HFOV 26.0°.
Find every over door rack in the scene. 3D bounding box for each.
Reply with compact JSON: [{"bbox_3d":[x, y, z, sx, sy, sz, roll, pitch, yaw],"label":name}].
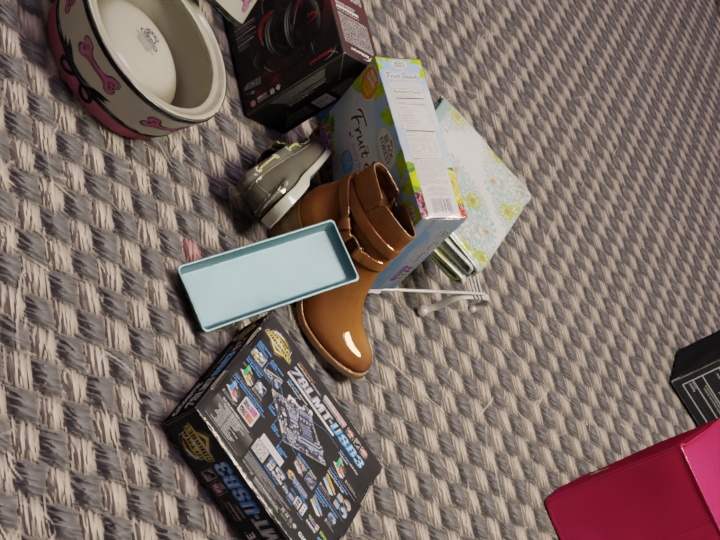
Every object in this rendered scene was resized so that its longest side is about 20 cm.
[{"bbox_3d":[0.056,-0.027,1.863,0.199,0.066,0.149,10,55,-39],"label":"over door rack"}]

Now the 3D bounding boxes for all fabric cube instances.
[{"bbox_3d":[0.383,0.322,1.949,0.196,0.198,0.202,-11,75,-60],"label":"fabric cube"}]

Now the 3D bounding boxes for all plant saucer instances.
[{"bbox_3d":[-0.092,0.006,1.548,0.199,0.019,0.071,-18,80,-39],"label":"plant saucer"}]

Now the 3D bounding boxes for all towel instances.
[{"bbox_3d":[0.110,-0.097,1.874,0.171,0.048,0.200,49,43,-10],"label":"towel"}]

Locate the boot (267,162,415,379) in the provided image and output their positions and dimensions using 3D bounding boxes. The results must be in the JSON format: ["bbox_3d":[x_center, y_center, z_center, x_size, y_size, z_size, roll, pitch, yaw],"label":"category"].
[{"bbox_3d":[0.000,0.000,1.635,0.202,0.154,0.074,63,28,2],"label":"boot"}]

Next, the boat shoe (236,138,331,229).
[{"bbox_3d":[-0.083,-0.109,1.681,0.060,0.072,0.202,42,22,-6],"label":"boat shoe"}]

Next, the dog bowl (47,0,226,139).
[{"bbox_3d":[-0.224,-0.219,1.541,0.200,0.073,0.202,40,34,-35],"label":"dog bowl"}]

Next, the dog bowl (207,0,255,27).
[{"bbox_3d":[-0.171,-0.358,1.659,0.200,0.074,0.200,49,6,-7],"label":"dog bowl"}]

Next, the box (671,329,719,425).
[{"bbox_3d":[0.631,0.188,2.484,0.201,0.197,0.123,56,26,-11],"label":"box"}]

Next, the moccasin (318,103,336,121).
[{"bbox_3d":[-0.025,-0.255,1.895,0.068,0.080,0.202,7,60,-43],"label":"moccasin"}]

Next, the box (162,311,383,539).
[{"bbox_3d":[-0.077,0.168,1.472,0.201,0.049,0.199,56,28,-11],"label":"box"}]

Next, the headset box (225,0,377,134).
[{"bbox_3d":[-0.073,-0.282,1.770,0.075,0.148,0.202,21,49,-51],"label":"headset box"}]

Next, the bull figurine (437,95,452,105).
[{"bbox_3d":[0.102,-0.140,2.009,0.122,0.064,0.201,84,-6,-50],"label":"bull figurine"}]

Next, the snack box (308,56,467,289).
[{"bbox_3d":[0.027,-0.105,1.716,0.067,0.169,0.202,-2,65,-32],"label":"snack box"}]
